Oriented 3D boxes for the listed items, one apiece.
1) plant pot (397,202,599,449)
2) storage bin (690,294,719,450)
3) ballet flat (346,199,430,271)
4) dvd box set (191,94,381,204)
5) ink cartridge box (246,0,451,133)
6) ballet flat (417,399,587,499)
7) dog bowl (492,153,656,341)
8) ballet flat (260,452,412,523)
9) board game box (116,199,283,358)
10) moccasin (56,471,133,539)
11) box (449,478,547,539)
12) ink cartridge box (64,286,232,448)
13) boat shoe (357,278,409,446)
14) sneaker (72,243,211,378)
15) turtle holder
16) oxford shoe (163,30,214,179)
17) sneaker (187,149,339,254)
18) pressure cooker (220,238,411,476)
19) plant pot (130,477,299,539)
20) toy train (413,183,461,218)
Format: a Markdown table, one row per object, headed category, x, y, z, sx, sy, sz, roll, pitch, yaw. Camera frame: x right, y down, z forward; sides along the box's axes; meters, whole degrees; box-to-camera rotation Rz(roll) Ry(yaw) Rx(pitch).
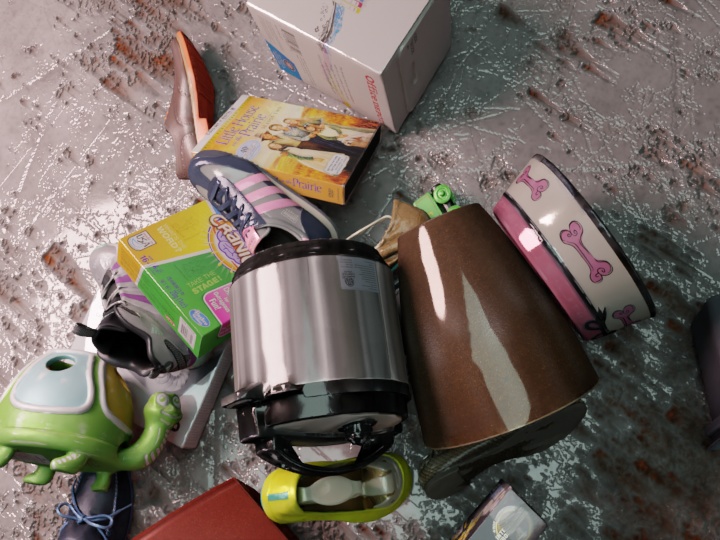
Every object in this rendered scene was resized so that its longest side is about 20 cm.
| category | x | y | z | sx | sy | sz | roll | pitch | yaw |
| --- | --- | --- | --- | --- | --- | --- | --- | --- | --- |
| plant pot | 0.113 | 0.045 | 0.696 | 0.183 | 0.187 | 0.205 | -22 | 85 | 4 |
| storage bin | 0.431 | 0.084 | 0.681 | 0.194 | 0.146 | 0.138 | -12 | 64 | 7 |
| ballet flat | 0.000 | 0.000 | 0.798 | 0.072 | 0.068 | 0.201 | 40 | 97 | 0 |
| dvd box set | -0.086 | -0.153 | 0.845 | 0.195 | 0.030 | 0.148 | 15 | 44 | 14 |
| ink cartridge box | -0.005 | -0.299 | 0.844 | 0.198 | 0.147 | 0.146 | 32 | 83 | 16 |
| ballet flat | 0.149 | 0.182 | 0.746 | 0.197 | 0.068 | 0.047 | -29 | 42 | 5 |
| dog bowl | 0.211 | -0.016 | 0.713 | 0.073 | 0.200 | 0.203 | -35 | 73 | 9 |
| ballet flat | -0.006 | 0.218 | 0.694 | 0.067 | 0.196 | 0.069 | -29 | 63 | 46 |
| board game box | -0.152 | -0.012 | 0.795 | 0.153 | 0.041 | 0.198 | 44 | 48 | 16 |
| moccasin | -0.306 | 0.309 | 0.786 | 0.078 | 0.068 | 0.206 | -3 | 74 | 10 |
| box | 0.102 | 0.276 | 0.652 | 0.049 | 0.200 | 0.161 | 42 | 86 | 16 |
| ink cartridge box | -0.248 | 0.083 | 0.848 | 0.195 | 0.041 | 0.204 | 20 | 80 | 15 |
| boat shoe | 0.026 | 0.097 | 0.779 | 0.072 | 0.068 | 0.203 | 23 | 81 | 15 |
| sneaker | -0.267 | 0.043 | 0.761 | 0.198 | 0.139 | 0.079 | 35 | 113 | 18 |
| turtle holder | -0.304 | 0.158 | 0.750 | 0.181 | 0.141 | 0.135 | -7 | 60 | 23 |
| oxford shoe | -0.231 | -0.217 | 0.906 | 0.071 | 0.071 | 0.205 | -17 | 74 | 11 |
| sneaker | -0.120 | -0.064 | 0.775 | 0.197 | 0.071 | 0.082 | 29 | 41 | 4 |
| pressure cooker | -0.041 | 0.092 | 0.665 | 0.171 | 0.179 | 0.205 | -9 | 70 | 2 |
| plant pot | -0.135 | 0.330 | 0.697 | 0.199 | 0.201 | 0.176 | 42 | 74 | 17 |
| toy train | 0.125 | -0.011 | 0.805 | 0.056 | 0.042 | 0.203 | -32 | 73 | 11 |
